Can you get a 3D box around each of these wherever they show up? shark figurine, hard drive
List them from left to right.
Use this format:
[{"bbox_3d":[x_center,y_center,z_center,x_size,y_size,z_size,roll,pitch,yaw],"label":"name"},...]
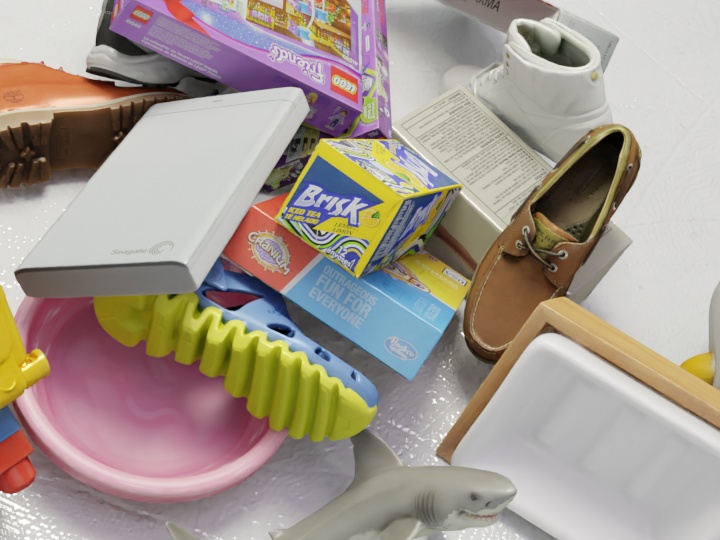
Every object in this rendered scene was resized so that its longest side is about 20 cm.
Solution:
[{"bbox_3d":[-0.128,-0.056,0.786,0.131,0.027,0.200,-3,38,25],"label":"hard drive"},{"bbox_3d":[-0.012,0.153,0.772,0.214,0.128,0.090,-17,84,-2],"label":"shark figurine"}]

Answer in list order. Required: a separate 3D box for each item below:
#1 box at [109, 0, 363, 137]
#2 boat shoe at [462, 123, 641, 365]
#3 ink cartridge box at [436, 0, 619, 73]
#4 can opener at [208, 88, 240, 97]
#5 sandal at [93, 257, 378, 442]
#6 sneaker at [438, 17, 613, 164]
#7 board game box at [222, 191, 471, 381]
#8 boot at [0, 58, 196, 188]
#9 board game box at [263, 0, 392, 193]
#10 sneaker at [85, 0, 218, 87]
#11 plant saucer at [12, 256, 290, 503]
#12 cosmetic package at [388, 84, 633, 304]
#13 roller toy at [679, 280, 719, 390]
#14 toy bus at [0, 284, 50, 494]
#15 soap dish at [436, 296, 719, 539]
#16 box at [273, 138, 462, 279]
[{"bbox_3d":[-0.088,-0.200,0.897,0.199,0.039,0.137,23,48,-28],"label":"box"},{"bbox_3d":[0.135,-0.023,0.859,0.072,0.068,0.200,30,87,12],"label":"boat shoe"},{"bbox_3d":[0.109,-0.246,1.052,0.173,0.044,0.200,11,19,-43],"label":"ink cartridge box"},{"bbox_3d":[-0.109,-0.081,0.890,0.052,0.067,0.200,5,38,16],"label":"can opener"},{"bbox_3d":[-0.072,0.038,0.776,0.200,0.080,0.087,32,46,1],"label":"sandal"},{"bbox_3d":[0.134,-0.168,0.981,0.074,0.116,0.200,-37,41,-22],"label":"sneaker"},{"bbox_3d":[0.000,0.000,0.849,0.153,0.040,0.200,34,13,4],"label":"board game box"},{"bbox_3d":[-0.218,-0.129,0.910,0.199,0.075,0.107,-8,46,-33],"label":"boot"},{"bbox_3d":[-0.033,-0.167,0.989,0.032,0.120,0.201,41,37,-43],"label":"board game box"},{"bbox_3d":[-0.142,-0.195,0.947,0.074,0.080,0.200,17,17,19],"label":"sneaker"},{"bbox_3d":[-0.141,0.071,0.804,0.200,0.051,0.201,12,52,-15],"label":"plant saucer"},{"bbox_3d":[0.109,-0.046,0.967,0.200,0.087,0.103,46,51,15],"label":"cosmetic package"},{"bbox_3d":[0.368,0.073,0.921,0.199,0.183,0.140,19,51,-8],"label":"roller toy"},{"bbox_3d":[-0.278,0.057,0.705,0.136,0.200,0.193,-39,111,-37],"label":"toy bus"},{"bbox_3d":[0.177,0.122,0.835,0.200,0.158,0.081,32,33,3],"label":"soap dish"},{"bbox_3d":[0.012,-0.049,0.823,0.070,0.064,0.200,35,13,9],"label":"box"}]
